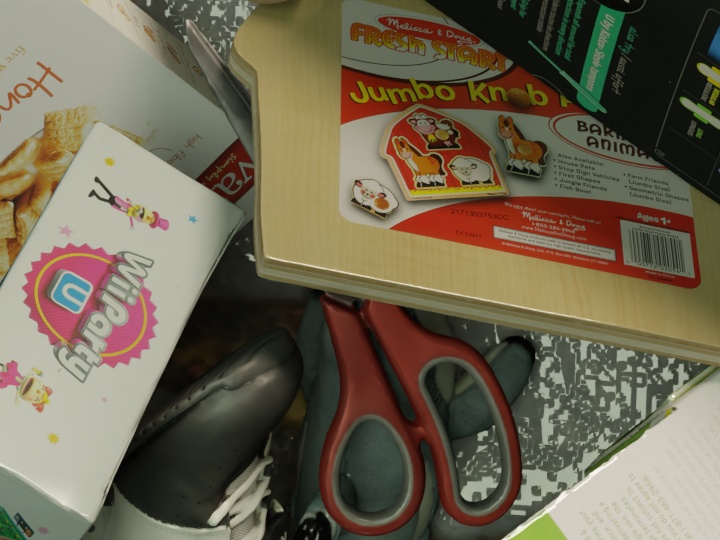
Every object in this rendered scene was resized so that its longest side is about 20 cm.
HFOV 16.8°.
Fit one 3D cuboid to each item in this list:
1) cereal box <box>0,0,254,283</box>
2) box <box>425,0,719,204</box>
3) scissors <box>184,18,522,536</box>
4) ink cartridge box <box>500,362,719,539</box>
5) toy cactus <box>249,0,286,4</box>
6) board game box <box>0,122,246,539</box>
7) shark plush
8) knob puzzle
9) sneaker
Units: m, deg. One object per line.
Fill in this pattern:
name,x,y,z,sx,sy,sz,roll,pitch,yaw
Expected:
cereal box,-0.135,-0.046,0.881,0.144,0.200,0.040,-40,44,15
box,0.123,-0.127,0.804,0.200,0.124,0.149,35,70,11
scissors,0.000,0.000,0.843,0.073,0.014,0.201,-17,100,1
ink cartridge box,0.129,0.114,0.809,0.199,0.076,0.148,-33,82,-28
toy cactus,-0.028,-0.168,0.860,0.199,0.102,0.166,-18,44,24
board game box,-0.127,0.066,0.843,0.064,0.148,0.200,32,135,-9
shark plush,-0.015,0.086,0.903,0.090,0.083,0.201,27,100,12
knob puzzle,0.049,-0.052,0.847,0.219,0.220,0.031,33,136,11
sneaker,-0.054,0.098,0.860,0.089,0.074,0.200,45,136,10
